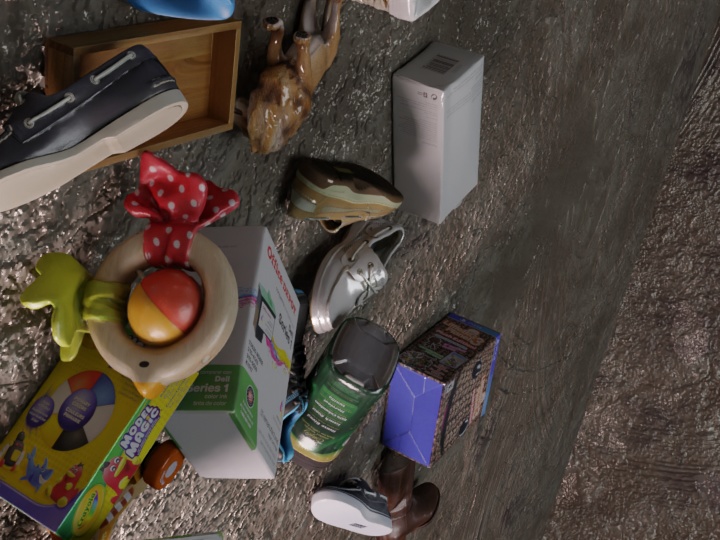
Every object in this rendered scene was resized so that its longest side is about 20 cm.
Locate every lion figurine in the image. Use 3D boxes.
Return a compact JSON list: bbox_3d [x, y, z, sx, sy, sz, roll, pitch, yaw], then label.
[{"bbox_3d":[-0.056,-0.210,1.002,0.201,0.071,0.124,-52,157,-39],"label":"lion figurine"}]

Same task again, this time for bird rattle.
[{"bbox_3d":[-0.169,0.013,0.842,0.199,0.163,0.113,-38,161,-14],"label":"bird rattle"}]

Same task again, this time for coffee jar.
[{"bbox_3d":[-0.031,0.154,1.225,0.201,0.084,0.105,-59,-176,43],"label":"coffee jar"}]

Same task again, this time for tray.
[{"bbox_3d":[-0.178,-0.153,0.845,0.199,0.037,0.100,-28,133,-52],"label":"tray"}]

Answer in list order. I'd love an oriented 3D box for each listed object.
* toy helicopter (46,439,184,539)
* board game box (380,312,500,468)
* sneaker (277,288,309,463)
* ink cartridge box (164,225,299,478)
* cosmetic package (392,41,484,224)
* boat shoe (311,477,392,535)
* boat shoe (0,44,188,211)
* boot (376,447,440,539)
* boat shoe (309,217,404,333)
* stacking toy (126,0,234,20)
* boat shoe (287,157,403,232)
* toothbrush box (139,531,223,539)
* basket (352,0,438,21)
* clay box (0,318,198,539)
[{"bbox_3d":[-0.250,0.237,0.956,0.132,0.078,0.203,-35,151,-58],"label":"toy helicopter"},{"bbox_3d":[0.130,0.189,1.626,0.199,0.096,0.162,-32,136,-51],"label":"board game box"},{"bbox_3d":[-0.086,0.124,1.175,0.073,0.081,0.204,3,105,-60],"label":"sneaker"},{"bbox_3d":[-0.124,0.078,0.979,0.146,0.082,0.203,72,20,-54],"label":"ink cartridge box"},{"bbox_3d":[0.101,-0.178,1.318,0.113,0.080,0.203,-43,145,-41],"label":"cosmetic package"},{"bbox_3d":[-0.011,0.343,1.507,0.199,0.071,0.069,36,43,-50],"label":"boat shoe"},{"bbox_3d":[-0.226,-0.101,0.735,0.198,0.063,0.073,-29,176,-15],"label":"boat shoe"},{"bbox_3d":[0.085,0.353,1.711,0.186,0.063,0.204,-40,138,-48],"label":"boot"},{"bbox_3d":[0.000,0.000,1.226,0.201,0.068,0.072,-61,150,-42],"label":"boat shoe"},{"bbox_3d":[-0.118,-0.303,0.798,0.117,0.108,0.202,71,36,-50],"label":"stacking toy"},{"bbox_3d":[-0.023,-0.081,1.180,0.199,0.071,0.077,6,119,-56],"label":"boat shoe"},{"bbox_3d":[-0.220,0.290,0.860,0.144,0.199,0.088,6,65,-40],"label":"toothbrush box"},{"bbox_3d":[0.033,-0.376,0.948,0.198,0.159,0.203,-46,145,-38],"label":"basket"},{"bbox_3d":[-0.225,0.121,0.864,0.202,0.113,0.048,-60,144,-20],"label":"clay box"}]
